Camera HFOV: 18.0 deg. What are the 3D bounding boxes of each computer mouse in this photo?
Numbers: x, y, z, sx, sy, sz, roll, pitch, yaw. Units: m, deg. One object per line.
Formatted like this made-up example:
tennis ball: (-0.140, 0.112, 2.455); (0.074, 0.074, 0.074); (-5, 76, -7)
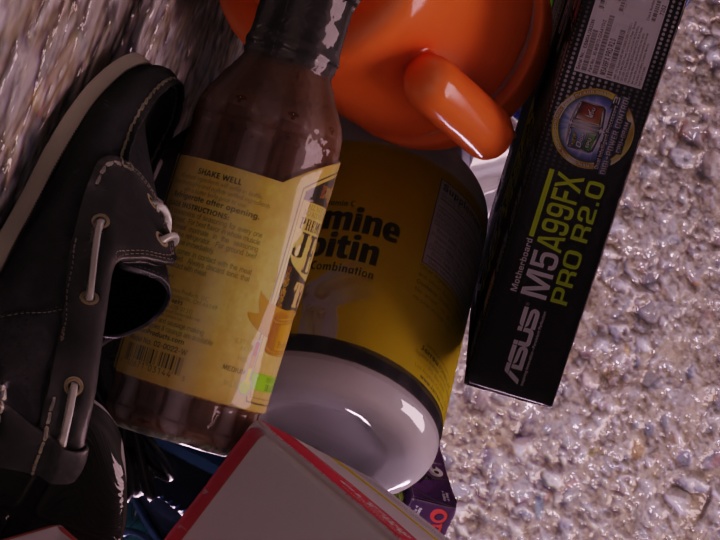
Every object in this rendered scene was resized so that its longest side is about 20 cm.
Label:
computer mouse: (-0.086, 0.000, 0.993); (0.200, 0.044, 0.110); (-66, 143, -53)

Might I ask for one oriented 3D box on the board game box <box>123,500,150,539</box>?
board game box: (-0.092, 0.143, 1.118); (0.199, 0.028, 0.136); (-2, 113, -53)

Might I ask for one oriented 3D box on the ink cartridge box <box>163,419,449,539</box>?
ink cartridge box: (-0.030, 0.154, 0.942); (0.146, 0.083, 0.200); (-54, 163, -1)

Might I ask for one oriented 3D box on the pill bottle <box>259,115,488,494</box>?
pill bottle: (0.000, 0.000, 1.090); (0.112, 0.111, 0.201); (102, 1, -55)

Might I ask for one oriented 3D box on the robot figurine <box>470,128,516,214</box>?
robot figurine: (0.016, -0.050, 1.349); (0.112, 0.171, 0.200); (-11, 165, -34)

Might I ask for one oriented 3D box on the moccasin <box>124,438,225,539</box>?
moccasin: (-0.061, 0.130, 1.056); (0.068, 0.080, 0.200); (-54, 144, -6)

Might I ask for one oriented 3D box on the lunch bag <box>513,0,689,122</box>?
lunch bag: (0.075, -0.182, 1.250); (0.127, 0.200, 0.170); (-41, 180, 15)

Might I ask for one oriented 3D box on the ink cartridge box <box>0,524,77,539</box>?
ink cartridge box: (-0.152, 0.201, 0.813); (0.116, 0.067, 0.201); (-12, 128, -48)

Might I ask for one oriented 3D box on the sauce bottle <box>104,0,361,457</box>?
sauce bottle: (-0.044, -0.029, 0.893); (0.065, 0.064, 0.201); (20, 87, -84)

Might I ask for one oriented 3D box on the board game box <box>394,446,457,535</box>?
board game box: (0.003, 0.110, 1.185); (0.200, 0.032, 0.121); (-104, -144, -59)

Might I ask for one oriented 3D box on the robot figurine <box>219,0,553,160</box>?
robot figurine: (0.013, -0.125, 1.010); (0.200, 0.143, 0.117); (31, 79, -56)

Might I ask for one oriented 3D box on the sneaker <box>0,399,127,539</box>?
sneaker: (-0.134, 0.099, 0.911); (0.116, 0.075, 0.201); (-77, -170, -53)

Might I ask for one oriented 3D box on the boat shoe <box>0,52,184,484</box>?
boat shoe: (-0.098, -0.003, 0.833); (0.201, 0.067, 0.072); (-69, 174, -46)

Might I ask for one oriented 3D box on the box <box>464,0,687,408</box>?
box: (0.097, -0.058, 1.056); (0.160, 0.044, 0.201); (-79, -175, -69)
